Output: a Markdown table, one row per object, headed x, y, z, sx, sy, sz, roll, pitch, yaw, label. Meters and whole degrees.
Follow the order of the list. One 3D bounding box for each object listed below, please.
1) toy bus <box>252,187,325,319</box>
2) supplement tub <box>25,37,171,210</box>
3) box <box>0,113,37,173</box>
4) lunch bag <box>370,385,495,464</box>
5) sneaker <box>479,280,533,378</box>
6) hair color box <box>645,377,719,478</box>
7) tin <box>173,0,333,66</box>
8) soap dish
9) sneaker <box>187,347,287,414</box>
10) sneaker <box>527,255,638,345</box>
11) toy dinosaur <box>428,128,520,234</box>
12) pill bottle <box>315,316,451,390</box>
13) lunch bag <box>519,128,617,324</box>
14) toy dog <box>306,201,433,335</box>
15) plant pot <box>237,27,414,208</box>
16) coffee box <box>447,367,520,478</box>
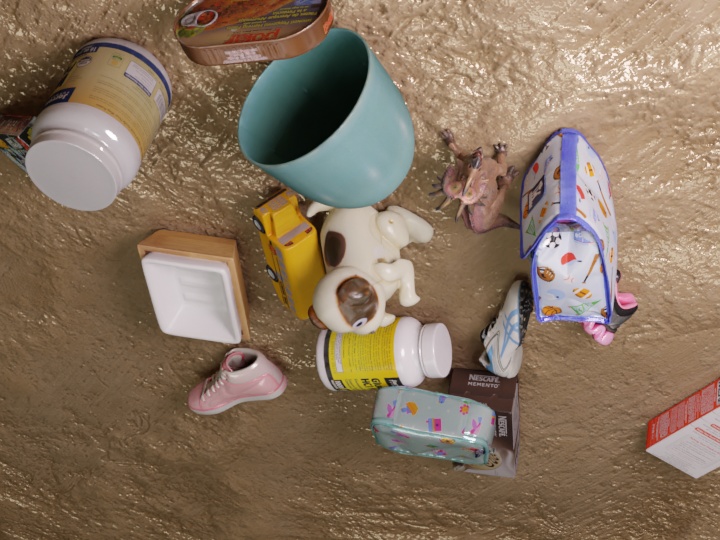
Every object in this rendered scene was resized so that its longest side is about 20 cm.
| x | y | z | sx | sy | sz | roll | pitch | yaw | label |
| --- | --- | --- | --- | --- | --- | --- | --- | --- | --- |
| -0.100 | -0.023 | 1.648 | 0.078 | 0.065 | 0.201 | 41 | 155 | 35 | toy bus |
| -0.341 | -0.191 | 1.455 | 0.143 | 0.201 | 0.145 | 9 | 140 | 8 | supplement tub |
| -0.453 | -0.162 | 1.581 | 0.137 | 0.040 | 0.200 | 46 | 163 | -30 | box |
| 0.119 | 0.252 | 1.767 | 0.199 | 0.078 | 0.161 | 10 | 155 | 10 | lunch bag |
| 0.219 | 0.090 | 1.697 | 0.072 | 0.072 | 0.201 | 17 | 138 | 12 | sneaker |
| 0.560 | 0.247 | 1.767 | 0.110 | 0.064 | 0.200 | 29 | 140 | -13 | hair color box |
| -0.127 | -0.295 | 1.331 | 0.199 | 0.112 | 0.042 | 0 | 138 | 20 | tin |
| -0.257 | 0.024 | 1.770 | 0.156 | 0.082 | 0.201 | 8 | 140 | 11 | soap dish |
| -0.237 | 0.188 | 1.960 | 0.199 | 0.076 | 0.105 | -14 | 134 | 24 | sneaker |
| 0.320 | 0.017 | 1.589 | 0.095 | 0.079 | 0.200 | -40 | 118 | 21 | sneaker |
| 0.150 | -0.096 | 1.449 | 0.085 | 0.136 | 0.200 | -6 | 136 | 25 | toy dinosaur |
| 0.038 | 0.132 | 1.770 | 0.199 | 0.113 | 0.113 | -5 | 136 | 24 | pill bottle |
| 0.267 | -0.057 | 1.431 | 0.123 | 0.171 | 0.201 | -1 | 139 | 13 | lunch bag |
| 0.000 | 0.000 | 1.561 | 0.139 | 0.201 | 0.194 | -24 | 127 | 37 | toy dog |
| -0.025 | -0.171 | 1.385 | 0.200 | 0.202 | 0.161 | -15 | 142 | 33 | plant pot |
| 0.210 | 0.259 | 1.885 | 0.112 | 0.080 | 0.201 | 6 | 139 | 14 | coffee box |
